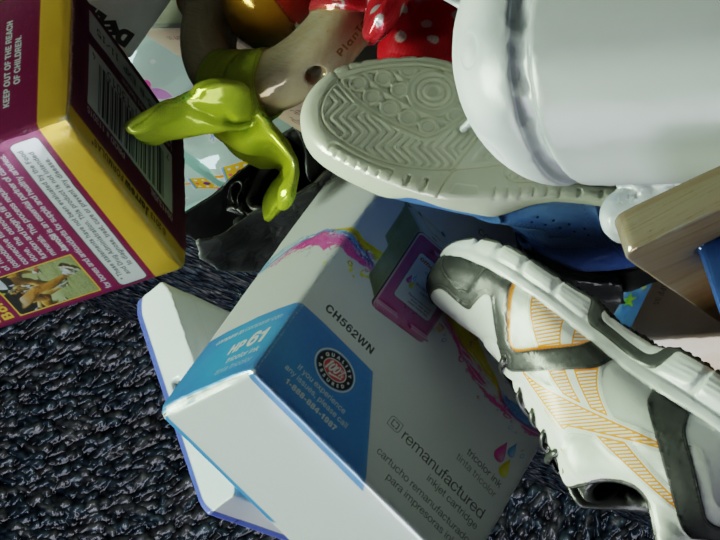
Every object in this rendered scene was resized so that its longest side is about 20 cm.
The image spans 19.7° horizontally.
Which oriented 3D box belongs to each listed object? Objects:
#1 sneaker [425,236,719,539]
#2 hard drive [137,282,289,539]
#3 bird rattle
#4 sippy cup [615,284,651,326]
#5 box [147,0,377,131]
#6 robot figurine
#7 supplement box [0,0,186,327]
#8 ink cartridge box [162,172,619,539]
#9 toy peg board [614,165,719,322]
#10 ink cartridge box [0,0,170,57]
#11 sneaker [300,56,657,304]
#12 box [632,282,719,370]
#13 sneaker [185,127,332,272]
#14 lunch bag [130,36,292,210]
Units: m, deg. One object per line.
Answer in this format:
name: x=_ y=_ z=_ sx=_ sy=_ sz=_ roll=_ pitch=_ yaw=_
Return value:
sneaker: x=0.093 y=0.053 z=0.908 sx=0.200 sy=0.080 sz=0.074 roll=34 pitch=179 yaw=39
hard drive: x=-0.027 y=0.091 z=1.091 sx=0.200 sy=0.025 sz=0.132 roll=28 pitch=-148 yaw=-48
bird rattle: x=-0.032 y=-0.131 z=1.026 sx=0.113 sy=0.200 sz=0.163 roll=25 pitch=-150 yaw=-38
sippy cup: x=0.207 y=0.025 z=1.301 sx=0.178 sy=0.131 sz=0.140 roll=27 pitch=169 yaw=-15
box: x=-0.017 y=-0.125 z=1.206 sx=0.200 sy=0.078 sz=0.095 roll=30 pitch=168 yaw=-30
robot figurine: x=0.123 y=-0.092 z=0.861 sx=0.199 sy=0.170 sz=0.113 roll=1 pitch=-163 yaw=29
supplement box: x=-0.205 y=-0.046 z=1.071 sx=0.199 sy=0.103 sz=0.131 roll=-17 pitch=140 yaw=14
ink cartridge box: x=0.021 y=0.038 z=1.010 sx=0.145 sy=0.200 sz=0.085 roll=45 pitch=140 yaw=-14
toy peg board: x=0.240 y=0.005 z=0.842 sx=0.200 sy=0.098 sz=0.199 roll=-26 pitch=155 yaw=21
ink cartridge box: x=-0.184 y=-0.155 z=1.069 sx=0.148 sy=0.200 sz=0.076 roll=32 pitch=-175 yaw=-38
sneaker: x=0.070 y=-0.037 z=0.977 sx=0.199 sy=0.077 sz=0.111 roll=6 pitch=152 yaw=1
box: x=0.253 y=0.030 z=1.079 sx=0.200 sy=0.095 sz=0.078 roll=-6 pitch=127 yaw=35
sneaker: x=-0.014 y=-0.056 z=1.304 sx=0.060 sy=0.200 sz=0.104 roll=50 pitch=174 yaw=38
lunch bag: x=-0.115 y=-0.125 z=1.342 sx=0.200 sy=0.122 sz=0.170 roll=-11 pitch=143 yaw=46
